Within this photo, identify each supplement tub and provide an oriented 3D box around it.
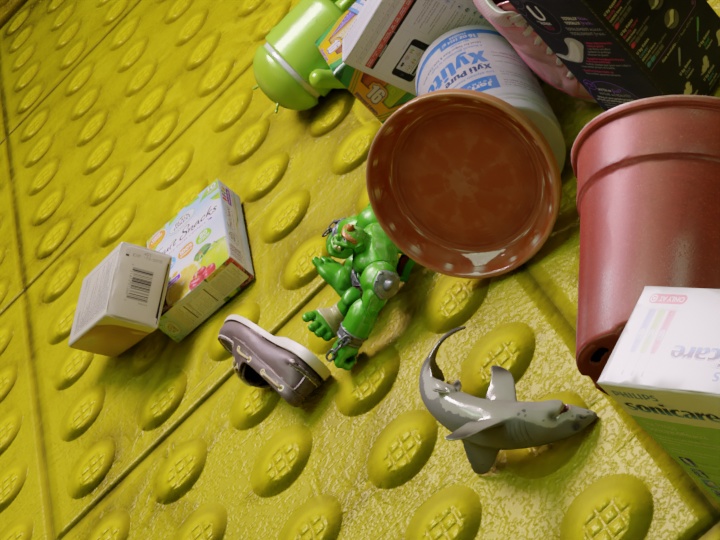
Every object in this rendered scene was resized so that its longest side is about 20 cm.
[{"bbox_3d":[0.136,-0.168,1.513,0.132,0.132,0.200,-39,31,16],"label":"supplement tub"}]

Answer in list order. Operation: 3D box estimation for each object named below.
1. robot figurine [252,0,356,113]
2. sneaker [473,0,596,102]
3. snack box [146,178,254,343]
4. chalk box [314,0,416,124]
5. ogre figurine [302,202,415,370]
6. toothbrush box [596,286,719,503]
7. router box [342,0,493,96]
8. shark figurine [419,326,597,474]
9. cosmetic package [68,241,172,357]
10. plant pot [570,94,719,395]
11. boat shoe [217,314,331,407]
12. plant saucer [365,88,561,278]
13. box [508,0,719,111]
[{"bbox_3d":[-0.066,-0.306,1.945,0.200,0.116,0.175,-46,42,6],"label":"robot figurine"},{"bbox_3d":[0.192,-0.251,1.460,0.075,0.200,0.105,-49,-7,4],"label":"sneaker"},{"bbox_3d":[-0.217,-0.016,1.871,0.142,0.053,0.200,-39,32,16],"label":"snack box"},{"bbox_3d":[0.063,-0.296,1.760,0.200,0.125,0.124,-43,31,12],"label":"chalk box"},{"bbox_3d":[0.000,0.000,1.543,0.120,0.098,0.200,-50,9,35],"label":"ogre figurine"},{"bbox_3d":[0.283,0.102,0.951,0.146,0.200,0.086,1,56,54],"label":"toothbrush box"},{"bbox_3d":[0.103,-0.285,1.585,0.200,0.179,0.049,-54,23,35],"label":"router box"},{"bbox_3d":[0.098,0.136,1.279,0.128,0.090,0.214,-24,29,-27],"label":"shark figurine"},{"bbox_3d":[-0.316,0.042,1.840,0.200,0.071,0.105,-28,49,62],"label":"cosmetic package"},{"bbox_3d":[0.258,-0.003,1.129,0.201,0.201,0.196,-16,52,43],"label":"plant pot"},{"bbox_3d":[-0.111,0.103,1.587,0.060,0.072,0.200,-53,36,-13],"label":"boat shoe"},{"bbox_3d":[0.104,-0.087,1.410,0.200,0.200,0.032,-28,12,30],"label":"plant saucer"},{"bbox_3d":[0.257,-0.246,1.377,0.106,0.200,0.122,-55,31,-11],"label":"box"}]
